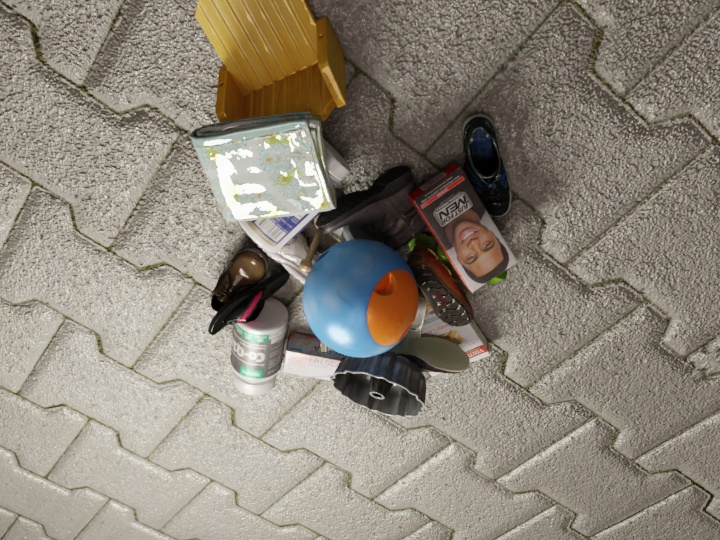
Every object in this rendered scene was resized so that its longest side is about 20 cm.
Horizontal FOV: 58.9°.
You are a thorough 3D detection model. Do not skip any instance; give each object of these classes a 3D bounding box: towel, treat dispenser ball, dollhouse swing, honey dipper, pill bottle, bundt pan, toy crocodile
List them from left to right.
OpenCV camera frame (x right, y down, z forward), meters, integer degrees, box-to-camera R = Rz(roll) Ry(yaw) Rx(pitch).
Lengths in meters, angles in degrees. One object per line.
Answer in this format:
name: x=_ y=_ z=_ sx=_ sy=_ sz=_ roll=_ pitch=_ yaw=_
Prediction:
pill bottle: x=-0.217 y=0.162 z=1.353 sx=0.112 sy=0.113 sz=0.201 roll=10 pitch=126 yaw=-2
dollhouse swing: x=-0.149 y=-0.327 z=0.971 sx=0.199 sy=0.183 sz=0.176 roll=-17 pitch=142 yaw=18
towel: x=-0.145 y=-0.156 z=0.997 sx=0.198 sy=0.048 sz=0.172 roll=-5 pitch=132 yaw=8
pill bottle: x=-0.115 y=-0.135 z=1.118 sx=0.200 sy=0.111 sz=0.111 roll=-42 pitch=113 yaw=12
honey dipper: x=-0.076 y=-0.058 z=1.125 sx=0.038 sy=0.200 sz=0.038 roll=5 pitch=123 yaw=8
treat dispenser ball: x=0.000 y=0.047 z=1.097 sx=0.199 sy=0.201 sz=0.202 roll=3 pitch=126 yaw=4
bundt pan: x=0.044 y=0.218 z=1.282 sx=0.201 sy=0.076 sz=0.202 roll=16 pitch=150 yaw=10
toy crocodile: x=0.186 y=-0.023 z=1.213 sx=0.199 sy=0.062 sz=0.068 roll=22 pitch=152 yaw=-4

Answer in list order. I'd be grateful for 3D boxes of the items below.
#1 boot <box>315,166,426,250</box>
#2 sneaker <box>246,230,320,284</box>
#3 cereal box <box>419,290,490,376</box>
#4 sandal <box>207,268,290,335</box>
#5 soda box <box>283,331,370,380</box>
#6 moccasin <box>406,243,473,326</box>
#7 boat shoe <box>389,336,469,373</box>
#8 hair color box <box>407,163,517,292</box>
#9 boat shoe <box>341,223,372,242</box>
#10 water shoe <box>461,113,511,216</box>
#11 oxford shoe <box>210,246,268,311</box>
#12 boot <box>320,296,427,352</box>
boot: x=0.029 y=-0.084 z=1.138 sx=0.199 sy=0.070 sz=0.132 roll=-29 pitch=120 yaw=-7
sneaker: x=-0.145 y=-0.053 z=1.233 sx=0.200 sy=0.075 sz=0.082 roll=40 pitch=84 yaw=-14
cereal box: x=0.165 y=0.125 z=1.332 sx=0.143 sy=0.040 sz=0.200 roll=-25 pitch=120 yaw=23
sandal: x=-0.209 y=0.066 z=1.245 sx=0.045 sy=0.200 sz=0.075 roll=48 pitch=154 yaw=14
soda box: x=-0.066 y=0.196 z=1.392 sx=0.199 sy=0.064 sz=0.069 roll=11 pitch=126 yaw=-2
moccasin: x=0.151 y=0.031 z=1.196 sx=0.073 sy=0.078 sz=0.201 roll=-24 pitch=124 yaw=34
boat shoe: x=0.123 y=0.176 z=1.308 sx=0.199 sy=0.071 sz=0.063 roll=11 pitch=139 yaw=7
hair color box: x=0.179 y=-0.074 z=1.117 sx=0.101 sy=0.061 sz=0.200 roll=-35 pitch=106 yaw=4
boat shoe: x=0.000 y=0.000 z=1.240 sx=0.090 sy=0.071 sz=0.201 roll=-24 pitch=120 yaw=23
water shoe: x=0.213 y=-0.165 z=1.095 sx=0.071 sy=0.079 sz=0.201 roll=-14 pitch=123 yaw=16
oxford shoe: x=-0.238 y=0.026 z=1.247 sx=0.072 sy=0.085 sz=0.200 roll=32 pitch=137 yaw=-12
boot: x=0.023 y=0.106 z=1.261 sx=0.198 sy=0.073 sz=0.182 roll=5 pitch=137 yaw=-8
